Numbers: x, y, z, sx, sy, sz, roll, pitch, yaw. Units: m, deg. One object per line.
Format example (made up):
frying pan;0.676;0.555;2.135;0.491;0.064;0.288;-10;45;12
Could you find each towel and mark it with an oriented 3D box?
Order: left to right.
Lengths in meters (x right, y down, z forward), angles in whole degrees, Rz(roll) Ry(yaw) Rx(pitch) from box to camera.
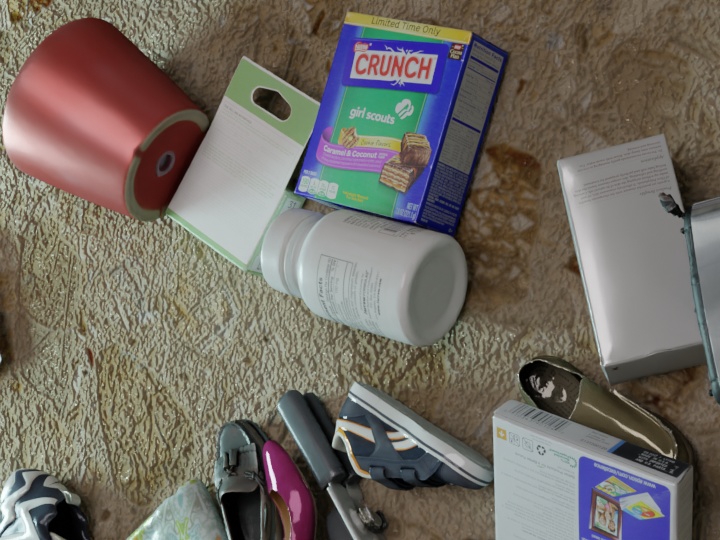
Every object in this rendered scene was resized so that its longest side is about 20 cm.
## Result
towel;-0.207;0.353;1.795;0.200;0.048;0.172;-44;59;19

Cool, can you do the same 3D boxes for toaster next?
toaster;0.355;0.025;1.376;0.118;0.199;0.183;-20;68;35

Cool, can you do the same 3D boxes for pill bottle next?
pill bottle;0.000;0.000;1.685;0.199;0.114;0.116;16;89;36

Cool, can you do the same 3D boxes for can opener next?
can opener;-0.033;0.213;1.699;0.066;0.052;0.201;-41;59;23

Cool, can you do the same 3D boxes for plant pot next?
plant pot;-0.277;-0.159;1.882;0.177;0.200;0.202;33;99;26

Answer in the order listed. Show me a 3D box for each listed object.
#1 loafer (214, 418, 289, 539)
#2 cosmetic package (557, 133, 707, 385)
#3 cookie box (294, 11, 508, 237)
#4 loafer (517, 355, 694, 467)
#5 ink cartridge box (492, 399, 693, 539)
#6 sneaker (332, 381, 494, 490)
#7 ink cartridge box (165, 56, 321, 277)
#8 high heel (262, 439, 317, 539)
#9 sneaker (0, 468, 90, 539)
loafer;-0.116;0.246;1.744;0.072;0.063;0.202;-31;64;27
cosmetic package;0.251;-0.009;1.510;0.106;0.085;0.202;-12;72;9
cookie box;0.040;-0.153;1.714;0.170;0.075;0.202;15;87;38
loafer;0.216;0.142;1.528;0.199;0.067;0.077;30;98;36
ink cartridge box;0.208;0.238;1.505;0.197;0.043;0.202;18;122;37
sneaker;0.049;0.184;1.633;0.199;0.078;0.080;28;92;47
ink cartridge box;-0.118;-0.115;1.836;0.145;0.048;0.201;34;99;35
high heel;-0.084;0.273;1.687;0.095;0.068;0.201;-20;66;-14
sneaker;-0.368;0.334;1.892;0.129;0.079;0.201;8;74;45
